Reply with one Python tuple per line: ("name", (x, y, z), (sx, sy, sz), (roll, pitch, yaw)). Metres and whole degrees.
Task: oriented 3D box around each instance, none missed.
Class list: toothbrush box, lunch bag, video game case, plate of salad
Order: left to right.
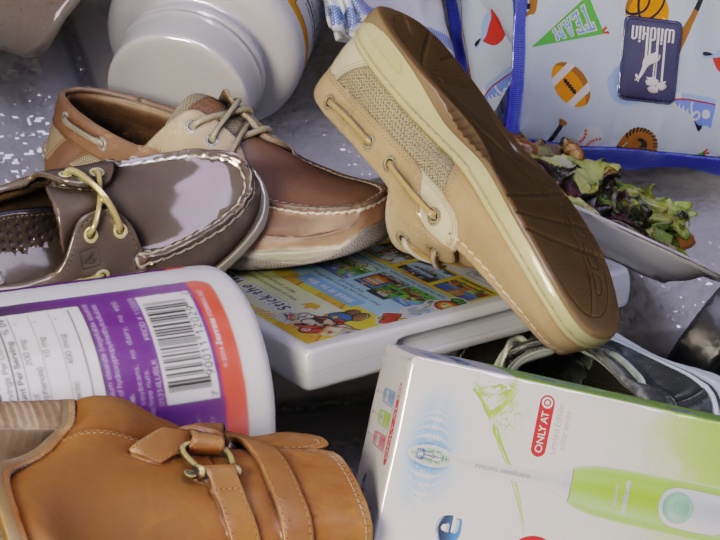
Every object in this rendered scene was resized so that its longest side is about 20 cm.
("video game case", (0.000, 0.000, 1.094), (0.181, 0.023, 0.200), (-13, 23, -29))
("plate of salad", (0.101, -0.043, 1.149), (0.199, 0.048, 0.200), (25, 3, -1))
("toothbrush box", (0.095, 0.122, 0.907), (0.198, 0.086, 0.147), (13, 90, -6))
("lunch bag", (0.143, -0.150, 1.291), (0.169, 0.124, 0.201), (4, 60, -16))

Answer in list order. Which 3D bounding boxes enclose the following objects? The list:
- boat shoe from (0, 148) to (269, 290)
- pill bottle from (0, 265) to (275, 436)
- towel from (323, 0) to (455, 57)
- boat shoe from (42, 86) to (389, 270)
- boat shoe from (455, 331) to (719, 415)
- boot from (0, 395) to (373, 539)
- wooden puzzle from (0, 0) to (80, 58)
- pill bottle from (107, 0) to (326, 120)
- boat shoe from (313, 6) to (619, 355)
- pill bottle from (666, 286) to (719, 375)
("boat shoe", (-0.137, -0.013, 1.019), (0.199, 0.060, 0.072), (-17, 64, -7))
("pill bottle", (-0.146, 0.064, 0.952), (0.199, 0.112, 0.112), (-8, 51, -25))
("towel", (0.009, -0.214, 1.252), (0.147, 0.024, 0.202), (10, 70, -64))
("boat shoe", (-0.075, -0.049, 1.094), (0.199, 0.072, 0.076), (10, 23, 25))
("boat shoe", (0.094, 0.053, 1.042), (0.071, 0.199, 0.073), (15, 85, -33))
("boot", (-0.069, 0.107, 0.824), (0.154, 0.077, 0.200), (5, 16, -19))
("wooden puzzle", (-0.192, -0.213, 1.236), (0.184, 0.046, 0.201), (22, 64, 22))
("pill bottle", (-0.070, -0.154, 1.221), (0.109, 0.110, 0.201), (20, 44, 0))
("boat shoe", (0.047, -0.031, 1.027), (0.071, 0.065, 0.201), (16, 35, -52))
("pill bottle", (0.245, 0.090, 1.103), (0.200, 0.112, 0.112), (37, 47, 15))
